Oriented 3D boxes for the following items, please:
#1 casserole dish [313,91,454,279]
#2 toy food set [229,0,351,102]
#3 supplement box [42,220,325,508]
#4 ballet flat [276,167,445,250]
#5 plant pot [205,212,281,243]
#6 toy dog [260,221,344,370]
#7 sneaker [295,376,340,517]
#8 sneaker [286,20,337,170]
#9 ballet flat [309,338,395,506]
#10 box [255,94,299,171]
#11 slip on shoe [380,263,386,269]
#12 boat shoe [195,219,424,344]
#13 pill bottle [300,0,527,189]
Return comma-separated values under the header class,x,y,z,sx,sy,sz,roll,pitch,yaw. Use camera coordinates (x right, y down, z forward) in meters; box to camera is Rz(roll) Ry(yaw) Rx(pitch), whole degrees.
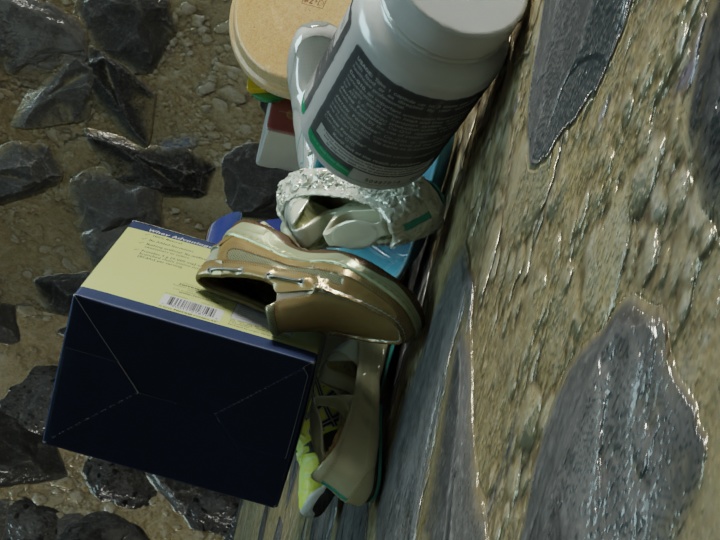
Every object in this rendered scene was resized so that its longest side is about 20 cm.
class,x,y,z,sx,sy,sz,roll,pitch,yaw
casserole dish,0.020,-0.083,1.258,0.039,0.121,0.201,-20,-44,-43
toy food set,-0.033,-0.246,1.421,0.049,0.197,0.201,44,-129,-62
supplement box,-0.135,0.072,1.283,0.200,0.199,0.135,-73,0,-71
ballet flat,-0.017,-0.045,1.219,0.200,0.072,0.072,-1,73,51
plant pot,-0.098,0.047,1.693,0.200,0.179,0.201,-95,17,-73
toy dog,-0.100,0.073,1.457,0.200,0.194,0.140,-42,4,11
sneaker,-0.044,0.145,1.509,0.075,0.076,0.201,118,163,-65
sneaker,-0.025,-0.118,1.345,0.080,0.070,0.201,-89,-7,-71
ballet flat,-0.007,0.103,1.269,0.070,0.069,0.200,108,173,-45
box,-0.007,-0.195,1.510,0.106,0.152,0.201,121,161,-72
slip on shoe,0.000,0.000,1.390,0.074,0.061,0.200,-55,8,8
boat shoe,-0.044,0.025,1.196,0.076,0.200,0.072,-45,-44,-32
pill bottle,0.036,-0.149,1.076,0.200,0.113,0.113,127,156,-59
